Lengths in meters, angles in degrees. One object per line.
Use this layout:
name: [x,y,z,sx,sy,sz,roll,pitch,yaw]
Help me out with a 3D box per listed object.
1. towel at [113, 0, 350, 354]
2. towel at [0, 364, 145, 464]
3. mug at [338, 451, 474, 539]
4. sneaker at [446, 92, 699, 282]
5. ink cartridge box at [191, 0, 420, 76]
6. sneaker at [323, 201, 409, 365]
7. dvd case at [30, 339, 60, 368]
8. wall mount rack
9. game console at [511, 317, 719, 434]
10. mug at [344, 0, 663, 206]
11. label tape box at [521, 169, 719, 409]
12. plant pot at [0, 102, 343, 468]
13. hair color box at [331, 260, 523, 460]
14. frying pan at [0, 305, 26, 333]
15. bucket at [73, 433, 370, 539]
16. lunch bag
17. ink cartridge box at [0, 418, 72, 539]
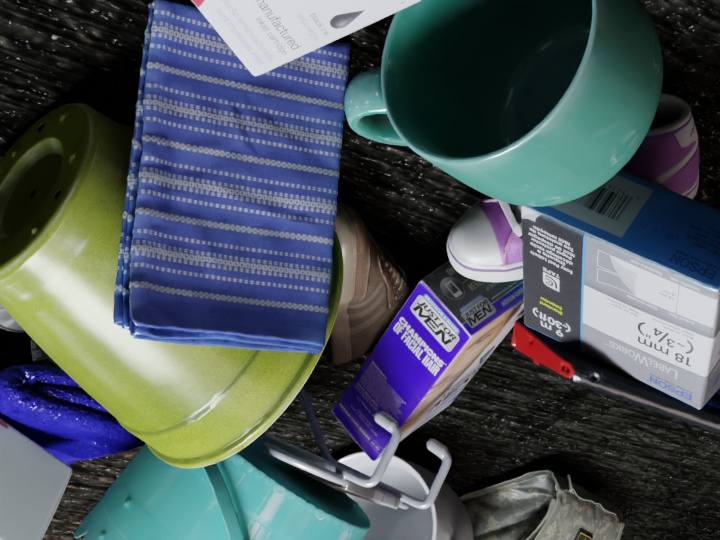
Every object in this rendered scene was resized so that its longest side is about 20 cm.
towel: [-0.073,-0.054,0.853,0.143,0.203,0.024,8,174,-31]
towel: [-0.265,0.128,1.137,0.146,0.050,0.199,14,155,-36]
mug: [0.062,0.275,1.398,0.198,0.150,0.175,13,169,28]
sneaker: [0.148,-0.070,1.010,0.198,0.073,0.115,-25,147,-2]
ink cartridge box: [-0.007,-0.208,0.731,0.198,0.084,0.145,-22,146,15]
sneaker: [0.000,0.000,1.082,0.075,0.071,0.201,-23,155,-15]
dvd case: [-0.149,0.065,1.130,0.197,0.022,0.146,-12,158,-1]
wall mount rack: [-0.027,0.121,1.086,0.172,0.075,0.200,22,173,28]
game console: [0.220,0.086,1.061,0.197,0.031,0.177,19,-178,-11]
mug: [0.094,-0.122,0.854,0.114,0.184,0.154,23,94,-46]
label tape box: [0.188,0.026,0.967,0.143,0.063,0.201,26,149,25]
plant pot: [-0.147,-0.003,0.917,0.199,0.202,0.192,-32,131,28]
hair color box: [0.063,0.063,1.143,0.109,0.065,0.201,-32,161,-39]
frying pan: [-0.246,0.035,1.075,0.113,0.031,0.191,-3,144,-9]
bucket: [-0.100,0.197,1.063,0.136,0.207,0.207,-56,138,0]
lunch bag: [0.181,0.301,1.538,0.199,0.119,0.163,-34,142,21]
ink cartridge box: [-0.344,0.168,1.102,0.145,0.084,0.199,39,142,-27]
